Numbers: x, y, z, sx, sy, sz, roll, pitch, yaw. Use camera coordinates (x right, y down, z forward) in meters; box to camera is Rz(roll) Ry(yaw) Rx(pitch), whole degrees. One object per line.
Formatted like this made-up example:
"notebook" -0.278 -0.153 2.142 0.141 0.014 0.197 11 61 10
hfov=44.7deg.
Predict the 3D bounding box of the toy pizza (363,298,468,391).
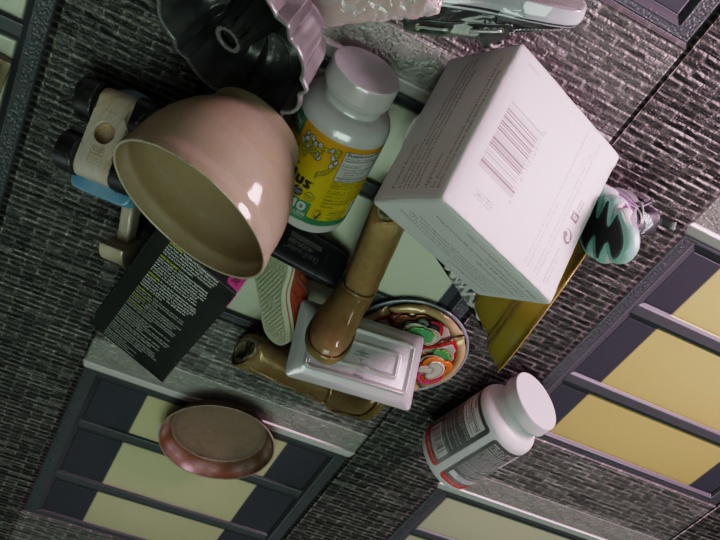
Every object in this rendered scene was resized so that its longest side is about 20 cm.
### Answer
"toy pizza" 0.066 0.123 1.319 0.195 0.032 0.203 1 132 1

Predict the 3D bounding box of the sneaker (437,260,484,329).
"sneaker" 0.155 -0.005 1.185 0.080 0.076 0.201 -34 124 6

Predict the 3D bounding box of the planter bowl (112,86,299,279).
"planter bowl" -0.149 -0.110 0.949 0.197 0.136 0.202 27 153 15

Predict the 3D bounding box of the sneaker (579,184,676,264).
"sneaker" 0.323 -0.059 1.047 0.136 0.201 0.079 11 115 -14

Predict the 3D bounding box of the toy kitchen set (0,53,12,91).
"toy kitchen set" -0.532 -0.180 0.977 0.197 0.165 0.181 27 128 -20

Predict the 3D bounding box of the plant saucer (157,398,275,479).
"plant saucer" -0.239 0.279 1.468 0.195 0.035 0.203 0 131 0

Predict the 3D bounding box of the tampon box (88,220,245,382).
"tampon box" -0.228 0.009 1.129 0.126 0.151 0.200 39 124 -10

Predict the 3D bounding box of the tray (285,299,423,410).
"tray" -0.002 0.118 1.219 0.196 0.110 0.022 18 167 -20

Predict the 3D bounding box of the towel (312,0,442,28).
"towel" -0.030 -0.334 0.877 0.195 0.033 0.193 2 135 25

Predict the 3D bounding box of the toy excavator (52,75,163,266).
"toy excavator" -0.289 -0.111 1.071 0.098 0.199 0.200 19 176 9

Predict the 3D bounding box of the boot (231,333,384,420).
"boot" -0.074 0.154 1.288 0.198 0.067 0.174 30 152 -23

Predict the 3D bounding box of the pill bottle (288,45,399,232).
"pill bottle" -0.032 -0.152 1.021 0.110 0.114 0.202 19 131 -15

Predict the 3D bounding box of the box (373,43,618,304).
"box" 0.154 -0.103 0.981 0.199 0.202 0.130 38 164 -29

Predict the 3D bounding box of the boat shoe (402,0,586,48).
"boat shoe" 0.139 -0.276 0.937 0.195 0.073 0.072 11 130 7

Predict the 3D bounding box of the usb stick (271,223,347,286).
"usb stick" -0.080 -0.031 1.127 0.032 0.056 0.199 22 175 35

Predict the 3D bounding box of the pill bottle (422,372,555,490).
"pill bottle" 0.201 0.251 1.373 0.115 0.117 0.199 34 125 -26

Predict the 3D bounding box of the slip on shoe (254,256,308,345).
"slip on shoe" -0.105 0.006 1.206 0.073 0.061 0.204 21 128 32

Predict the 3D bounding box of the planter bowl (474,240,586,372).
"planter bowl" 0.201 0.021 1.105 0.083 0.200 0.202 37 129 8

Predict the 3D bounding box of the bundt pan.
"bundt pan" -0.116 -0.261 0.907 0.199 0.076 0.204 30 152 18

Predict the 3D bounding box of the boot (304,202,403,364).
"boot" 0.000 0.000 1.127 0.065 0.176 0.202 26 133 1
